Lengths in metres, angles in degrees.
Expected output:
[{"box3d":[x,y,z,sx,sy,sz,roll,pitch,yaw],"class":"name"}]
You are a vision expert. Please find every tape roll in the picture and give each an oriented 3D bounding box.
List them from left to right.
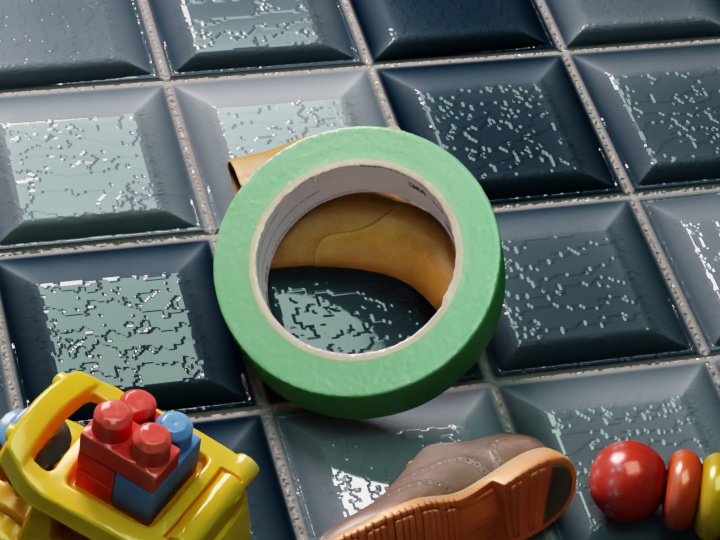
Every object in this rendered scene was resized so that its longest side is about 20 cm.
[{"box3d":[0.000,0.000,1.581,0.199,0.048,0.202,-3,67,7],"class":"tape roll"}]

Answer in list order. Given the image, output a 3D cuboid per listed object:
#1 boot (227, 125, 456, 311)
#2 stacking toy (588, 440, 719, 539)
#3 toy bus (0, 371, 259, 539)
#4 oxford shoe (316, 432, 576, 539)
[{"box3d":[-0.011,-0.016,1.649,0.143,0.071,0.202,-16,54,-12],"class":"boot"},{"box3d":[0.251,0.154,1.524,0.199,0.086,0.086,8,46,4],"class":"stacking toy"},{"box3d":[-0.162,0.131,1.384,0.199,0.193,0.136,27,49,16],"class":"toy bus"},{"box3d":[0.043,0.159,1.494,0.199,0.072,0.073,-17,32,-30],"class":"oxford shoe"}]
